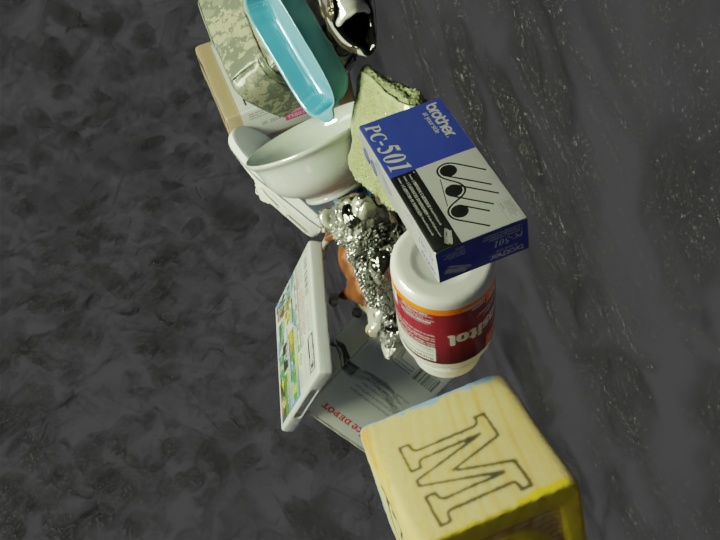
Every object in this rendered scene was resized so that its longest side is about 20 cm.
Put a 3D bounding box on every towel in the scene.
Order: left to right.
[{"bbox_3d":[0.028,-0.155,1.140,0.200,0.036,0.148,-132,41,-60],"label":"towel"}]

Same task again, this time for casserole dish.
[{"bbox_3d":[-0.076,-0.278,1.185,0.200,0.039,0.121,58,161,-8],"label":"casserole dish"}]

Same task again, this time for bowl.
[{"bbox_3d":[-0.050,-0.152,1.326,0.090,0.201,0.201,63,176,-20],"label":"bowl"}]

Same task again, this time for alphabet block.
[{"bbox_3d":[0.136,0.277,1.136,0.200,0.196,0.195,-121,10,-54],"label":"alphabet block"}]

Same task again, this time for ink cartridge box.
[{"bbox_3d":[-0.129,-0.295,1.460,0.075,0.200,0.165,80,166,-57],"label":"ink cartridge box"},{"bbox_3d":[0.030,0.140,1.350,0.145,0.200,0.084,39,-172,-27],"label":"ink cartridge box"},{"bbox_3d":[0.077,-0.083,0.937,0.044,0.094,0.200,76,170,-47],"label":"ink cartridge box"}]

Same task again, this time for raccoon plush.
[{"bbox_3d":[0.003,0.002,1.171,0.134,0.097,0.200,34,123,36],"label":"raccoon plush"}]

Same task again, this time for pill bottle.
[{"bbox_3d":[0.095,0.039,1.082,0.200,0.113,0.113,79,168,-58],"label":"pill bottle"}]

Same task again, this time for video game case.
[{"bbox_3d":[-0.080,0.091,1.309,0.182,0.022,0.200,121,149,-52],"label":"video game case"}]

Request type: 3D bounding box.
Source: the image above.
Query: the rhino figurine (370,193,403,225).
[{"bbox_3d":[0.055,-0.087,1.236,0.200,0.060,0.088,173,86,-80],"label":"rhino figurine"}]

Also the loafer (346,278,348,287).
[{"bbox_3d":[0.023,0.006,1.528,0.072,0.063,0.200,62,-169,7],"label":"loafer"}]

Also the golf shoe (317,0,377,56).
[{"bbox_3d":[-0.023,-0.332,1.089,0.095,0.078,0.200,57,177,47],"label":"golf shoe"}]

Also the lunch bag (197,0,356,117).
[{"bbox_3d":[-0.103,-0.334,1.322,0.139,0.168,0.200,16,-134,-54],"label":"lunch bag"}]

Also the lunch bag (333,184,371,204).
[{"bbox_3d":[0.017,-0.091,1.466,0.151,0.094,0.200,61,179,36],"label":"lunch bag"}]

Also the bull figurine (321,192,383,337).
[{"bbox_3d":[0.000,0.000,1.281,0.121,0.065,0.200,-33,63,51],"label":"bull figurine"}]

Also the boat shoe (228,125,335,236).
[{"bbox_3d":[-0.124,-0.124,1.412,0.200,0.065,0.074,45,-139,-7],"label":"boat shoe"}]
